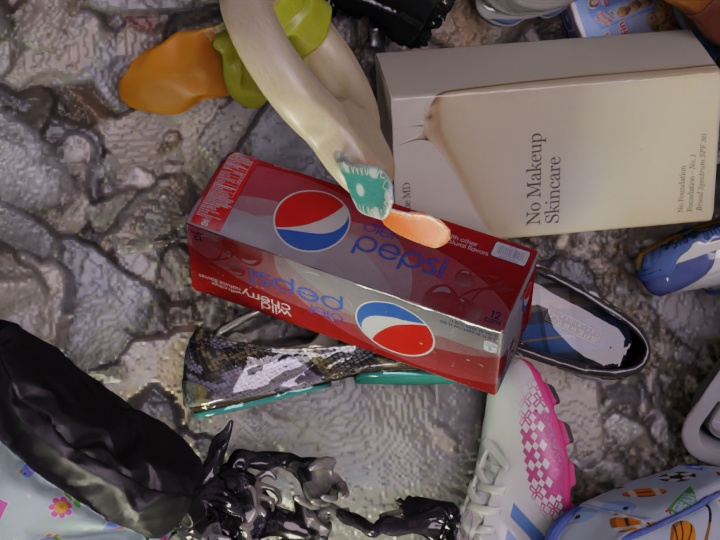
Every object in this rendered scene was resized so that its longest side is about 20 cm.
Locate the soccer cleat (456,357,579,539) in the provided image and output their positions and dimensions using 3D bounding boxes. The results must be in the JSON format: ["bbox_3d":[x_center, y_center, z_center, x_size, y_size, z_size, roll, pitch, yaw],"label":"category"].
[{"bbox_3d":[0.090,0.158,1.186,0.086,0.070,0.202,-10,97,-17],"label":"soccer cleat"}]

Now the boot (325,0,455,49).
[{"bbox_3d":[-0.009,-0.205,1.094,0.162,0.198,0.074,29,74,-4],"label":"boot"}]

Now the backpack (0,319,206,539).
[{"bbox_3d":[-0.203,0.153,1.075,0.167,0.127,0.200,37,102,0],"label":"backpack"}]

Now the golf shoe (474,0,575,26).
[{"bbox_3d":[0.164,-0.205,1.159,0.199,0.097,0.079,-27,95,-14],"label":"golf shoe"}]

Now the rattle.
[{"bbox_3d":[-0.052,-0.068,1.078,0.142,0.130,0.201,-27,73,3],"label":"rattle"}]

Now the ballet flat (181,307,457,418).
[{"bbox_3d":[-0.011,0.044,1.160,0.199,0.072,0.073,-7,93,-9],"label":"ballet flat"}]

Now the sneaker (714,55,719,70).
[{"bbox_3d":[0.298,-0.078,1.163,0.200,0.076,0.091,36,90,-14],"label":"sneaker"}]

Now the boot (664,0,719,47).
[{"bbox_3d":[0.206,-0.236,1.125,0.199,0.068,0.189,21,90,-40],"label":"boot"}]

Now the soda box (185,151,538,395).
[{"bbox_3d":[0.000,0.000,1.116,0.199,0.070,0.064,20,57,13],"label":"soda box"}]

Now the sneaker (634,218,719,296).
[{"bbox_3d":[0.275,0.003,1.229,0.198,0.075,0.089,-11,95,-13],"label":"sneaker"}]

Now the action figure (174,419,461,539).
[{"bbox_3d":[-0.038,0.161,1.145,0.199,0.102,0.120,12,96,-16],"label":"action figure"}]

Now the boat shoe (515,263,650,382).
[{"bbox_3d":[0.093,0.020,1.189,0.199,0.066,0.070,27,85,-13],"label":"boat shoe"}]

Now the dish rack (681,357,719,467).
[{"bbox_3d":[0.318,0.070,1.222,0.199,0.044,0.172,18,123,-17],"label":"dish rack"}]

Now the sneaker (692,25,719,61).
[{"bbox_3d":[0.302,-0.114,1.232,0.199,0.081,0.077,26,87,-3],"label":"sneaker"}]

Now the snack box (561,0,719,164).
[{"bbox_3d":[0.172,-0.153,1.224,0.071,0.024,0.201,-22,97,-11],"label":"snack box"}]

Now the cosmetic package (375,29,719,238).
[{"bbox_3d":[0.112,-0.081,1.157,0.198,0.073,0.104,-6,119,-6],"label":"cosmetic package"}]

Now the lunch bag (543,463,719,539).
[{"bbox_3d":[0.187,0.212,1.176,0.199,0.075,0.162,-14,102,-43],"label":"lunch bag"}]
